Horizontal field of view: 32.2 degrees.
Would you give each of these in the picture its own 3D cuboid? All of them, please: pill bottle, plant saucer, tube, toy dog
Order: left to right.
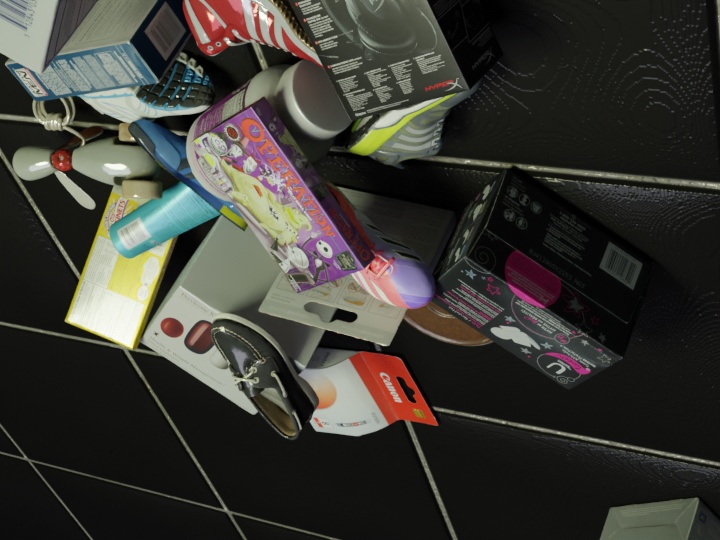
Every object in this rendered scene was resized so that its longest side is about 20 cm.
[{"bbox_3d":[-0.317,-0.137,1.543,0.199,0.133,0.096,23,-175,15],"label":"toy dog"},{"bbox_3d":[-0.223,-0.078,1.556,0.199,0.051,0.077,-26,128,23],"label":"tube"},{"bbox_3d":[-0.095,-0.154,1.342,0.112,0.113,0.200,42,144,-20],"label":"pill bottle"},{"bbox_3d":[0.105,0.030,1.517,0.199,0.035,0.201,19,146,13],"label":"plant saucer"}]

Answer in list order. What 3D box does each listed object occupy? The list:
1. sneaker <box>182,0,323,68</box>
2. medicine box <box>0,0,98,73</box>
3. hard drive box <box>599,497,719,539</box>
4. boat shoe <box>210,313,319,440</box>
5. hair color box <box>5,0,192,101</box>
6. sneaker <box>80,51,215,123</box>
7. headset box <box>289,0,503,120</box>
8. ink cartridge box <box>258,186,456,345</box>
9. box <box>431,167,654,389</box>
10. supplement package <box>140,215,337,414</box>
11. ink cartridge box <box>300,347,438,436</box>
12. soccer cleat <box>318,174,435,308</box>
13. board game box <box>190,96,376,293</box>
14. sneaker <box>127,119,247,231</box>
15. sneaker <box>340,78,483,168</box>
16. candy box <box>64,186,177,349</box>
[{"bbox_3d":[-0.092,-0.243,1.258,0.200,0.071,0.113,37,142,-1],"label":"sneaker"},{"bbox_3d":[-0.283,-0.323,1.169,0.103,0.201,0.182,29,147,-6],"label":"medicine box"},{"bbox_3d":[0.454,0.409,1.734,0.200,0.077,0.156,43,144,-22],"label":"hard drive box"},{"bbox_3d":[-0.122,0.130,1.516,0.074,0.061,0.200,-1,139,35],"label":"boat shoe"},{"bbox_3d":[-0.282,-0.247,1.360,0.199,0.100,0.061,-1,139,36],"label":"hair color box"},{"bbox_3d":[-0.241,-0.202,1.432,0.199,0.075,0.087,13,155,30],"label":"sneaker"},{"bbox_3d":[0.017,-0.252,1.136,0.148,0.077,0.201,-10,116,42],"label":"headset box"},{"bbox_3d":[0.000,0.000,1.398,0.162,0.201,0.057,13,148,20],"label":"ink cartridge box"},{"bbox_3d":[0.190,0.011,1.341,0.199,0.133,0.115,33,149,-9],"label":"box"},{"bbox_3d":[-0.153,0.055,1.628,0.191,0.147,0.200,33,147,-8],"label":"supplement package"},{"bbox_3d":[-0.007,0.179,1.780,0.199,0.050,0.163,6,141,35],"label":"ink cartridge box"},{"bbox_3d":[-0.005,-0.032,1.321,0.200,0.067,0.076,44,-175,20],"label":"soccer cleat"},{"bbox_3d":[-0.082,-0.074,1.292,0.120,0.032,0.200,-22,108,45],"label":"board game box"},{"bbox_3d":[-0.183,-0.129,1.464,0.200,0.079,0.066,38,-178,-34],"label":"sneaker"},{"bbox_3d":[0.065,-0.163,1.270,0.081,0.074,0.200,25,152,-26],"label":"sneaker"},{"bbox_3d":[-0.306,-0.008,1.635,0.102,0.201,0.026,22,-175,10],"label":"candy box"}]
